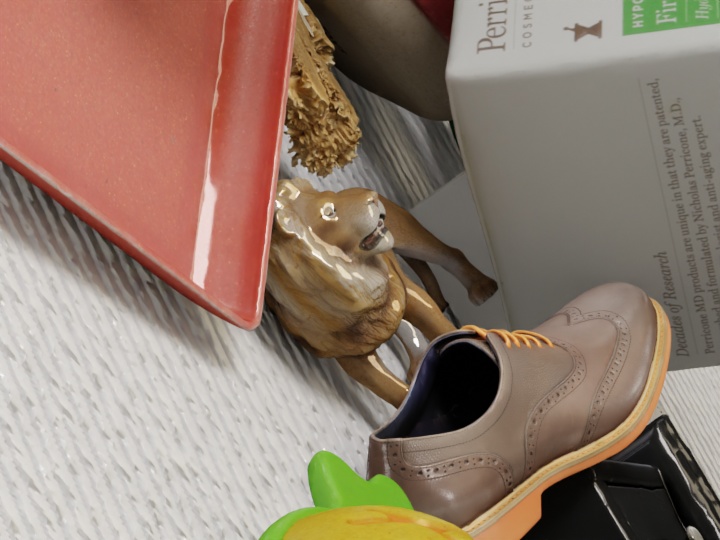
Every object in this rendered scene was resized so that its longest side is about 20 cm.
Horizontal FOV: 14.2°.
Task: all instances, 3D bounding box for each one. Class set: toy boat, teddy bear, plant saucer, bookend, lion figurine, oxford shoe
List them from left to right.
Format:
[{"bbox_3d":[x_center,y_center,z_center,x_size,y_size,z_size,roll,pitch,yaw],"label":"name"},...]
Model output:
[{"bbox_3d":[-0.099,-0.100,1.146,0.200,0.037,0.200,39,47,-46],"label":"plant saucer"},{"bbox_3d":[-0.059,-0.108,1.341,0.145,0.067,0.200,52,10,-30],"label":"teddy bear"},{"bbox_3d":[0.000,0.000,1.292,0.122,0.072,0.200,44,6,-7],"label":"lion figurine"},{"bbox_3d":[0.016,-0.179,1.463,0.131,0.131,0.200,31,-13,50],"label":"toy boat"},{"bbox_3d":[0.070,0.049,1.218,0.200,0.071,0.073,-44,126,-45],"label":"oxford shoe"},{"bbox_3d":[0.110,0.161,1.213,0.200,0.092,0.199,60,20,20],"label":"bookend"}]

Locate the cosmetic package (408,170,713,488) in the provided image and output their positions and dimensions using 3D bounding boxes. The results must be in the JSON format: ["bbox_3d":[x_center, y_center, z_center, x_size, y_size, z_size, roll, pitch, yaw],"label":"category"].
[{"bbox_3d":[0.101,0.045,1.463,0.200,0.051,0.083,58,20,12],"label":"cosmetic package"}]

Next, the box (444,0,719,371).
[{"bbox_3d":[0.144,-0.086,1.365,0.199,0.171,0.200,-83,161,-48],"label":"box"}]

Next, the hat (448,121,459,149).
[{"bbox_3d":[0.088,-0.028,1.540,0.166,0.200,0.176,84,26,-60],"label":"hat"}]

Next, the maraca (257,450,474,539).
[{"bbox_3d":[0.014,0.134,1.005,0.137,0.107,0.200,48,19,-12],"label":"maraca"}]
